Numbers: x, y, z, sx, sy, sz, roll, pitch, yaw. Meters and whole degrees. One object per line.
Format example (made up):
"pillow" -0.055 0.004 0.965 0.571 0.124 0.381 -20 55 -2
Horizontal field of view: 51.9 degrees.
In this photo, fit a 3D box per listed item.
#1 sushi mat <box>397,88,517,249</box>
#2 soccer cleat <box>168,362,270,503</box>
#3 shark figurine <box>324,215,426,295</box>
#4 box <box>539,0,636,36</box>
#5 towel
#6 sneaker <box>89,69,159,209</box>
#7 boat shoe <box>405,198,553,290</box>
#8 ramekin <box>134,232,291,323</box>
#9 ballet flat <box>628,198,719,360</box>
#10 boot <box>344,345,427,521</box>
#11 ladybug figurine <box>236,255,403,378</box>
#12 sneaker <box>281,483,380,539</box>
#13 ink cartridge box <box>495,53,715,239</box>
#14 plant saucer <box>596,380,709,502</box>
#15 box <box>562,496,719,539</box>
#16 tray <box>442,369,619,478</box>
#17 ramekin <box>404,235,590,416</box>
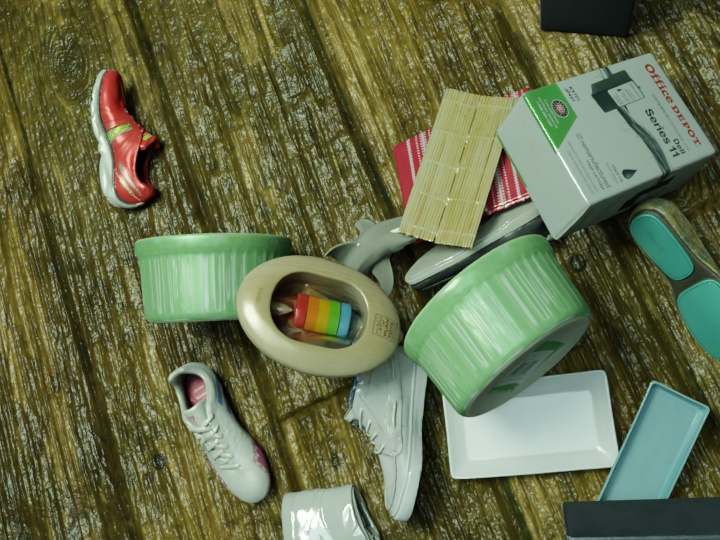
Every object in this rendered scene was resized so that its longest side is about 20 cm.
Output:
"sushi mat" 0.117 -0.125 0.889 0.093 0.012 0.205 14 75 19
"soccer cleat" -0.187 0.210 0.950 0.069 0.086 0.202 -36 73 6
"shark figurine" -0.015 0.011 0.930 0.127 0.088 0.219 35 104 42
"box" 0.279 -0.418 0.870 0.120 0.200 0.204 8 82 16
"towel" 0.135 -0.128 0.923 0.196 0.022 0.148 -20 65 24
"sneaker" -0.335 -0.193 1.078 0.082 0.077 0.206 -10 88 8
"boat shoe" 0.149 -0.022 0.907 0.197 0.074 0.061 -32 110 5
"ramekin" -0.182 0.013 0.930 0.194 0.200 0.101 -3 87 15
"ballet flat" 0.377 0.004 0.836 0.070 0.071 0.202 -34 89 7
"boot" 0.023 0.189 0.887 0.093 0.074 0.206 9 73 -13
"ladybug figurine" -0.047 0.059 0.846 0.195 0.072 0.139 17 62 -8
"sneaker" -0.025 0.362 0.884 0.113 0.074 0.206 -15 75 16
"ink cartridge box" 0.276 -0.144 0.837 0.196 0.083 0.149 -21 73 -22
"plant saucer" 0.312 0.228 0.824 0.068 0.019 0.204 24 95 7
"box" 0.313 0.348 0.749 0.194 0.124 0.203 -5 90 13
"tray" 0.199 0.184 0.879 0.194 0.022 0.111 -9 79 14
"ramekin" 0.154 0.068 0.806 0.199 0.200 0.099 -39 66 5
